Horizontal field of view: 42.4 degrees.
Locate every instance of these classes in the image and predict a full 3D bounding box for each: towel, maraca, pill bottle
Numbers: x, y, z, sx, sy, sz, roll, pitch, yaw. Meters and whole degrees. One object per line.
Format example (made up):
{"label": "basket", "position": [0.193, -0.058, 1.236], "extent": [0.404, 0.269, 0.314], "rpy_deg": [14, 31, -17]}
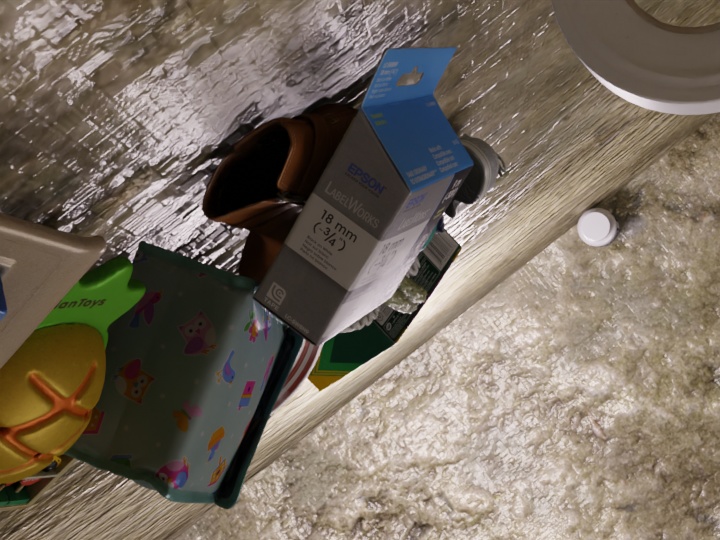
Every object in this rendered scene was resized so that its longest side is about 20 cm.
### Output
{"label": "towel", "position": [-0.013, 0.001, 0.884], "extent": [0.200, 0.148, 0.037], "rpy_deg": [34, 80, -79]}
{"label": "maraca", "position": [-0.213, 0.061, 0.576], "extent": [0.200, 0.107, 0.137], "rpy_deg": [-47, 162, 25]}
{"label": "pill bottle", "position": [0.687, -0.124, 2.685], "extent": [0.111, 0.111, 0.200], "rpy_deg": [-41, 168, 15]}

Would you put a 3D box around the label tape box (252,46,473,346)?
{"label": "label tape box", "position": [0.021, -0.056, 0.667], "extent": [0.200, 0.063, 0.144], "rpy_deg": [-59, 167, 24]}

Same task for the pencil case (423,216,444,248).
{"label": "pencil case", "position": [0.019, -0.057, 0.875], "extent": [0.085, 0.093, 0.200], "rpy_deg": [-8, 174, 15]}

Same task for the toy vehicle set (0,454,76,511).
{"label": "toy vehicle set", "position": [-0.300, 0.141, 0.690], "extent": [0.124, 0.027, 0.200], "rpy_deg": [-44, 152, 22]}

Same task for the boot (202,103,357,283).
{"label": "boot", "position": [-0.065, -0.041, 0.702], "extent": [0.200, 0.077, 0.155], "rpy_deg": [-46, 168, 26]}

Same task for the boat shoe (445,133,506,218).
{"label": "boat shoe", "position": [0.119, -0.112, 1.034], "extent": [0.065, 0.074, 0.202], "rpy_deg": [-42, 174, -8]}

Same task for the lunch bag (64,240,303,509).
{"label": "lunch bag", "position": [-0.128, 0.094, 0.737], "extent": [0.200, 0.122, 0.171], "rpy_deg": [63, 46, -70]}

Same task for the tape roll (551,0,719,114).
{"label": "tape roll", "position": [0.235, -0.211, 0.646], "extent": [0.202, 0.203, 0.071], "rpy_deg": [-41, 169, 17]}

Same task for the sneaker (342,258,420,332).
{"label": "sneaker", "position": [0.000, 0.000, 1.033], "extent": [0.200, 0.075, 0.081], "rpy_deg": [-47, 139, -50]}

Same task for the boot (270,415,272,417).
{"label": "boot", "position": [-0.152, 0.127, 1.027], "extent": [0.154, 0.073, 0.204], "rpy_deg": [-44, 142, -53]}

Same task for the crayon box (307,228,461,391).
{"label": "crayon box", "position": [0.021, 0.044, 1.184], "extent": [0.172, 0.058, 0.200], "rpy_deg": [-36, -169, 46]}

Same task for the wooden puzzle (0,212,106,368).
{"label": "wooden puzzle", "position": [-0.236, 0.035, 0.405], "extent": [0.185, 0.046, 0.200], "rpy_deg": [-43, 147, 24]}

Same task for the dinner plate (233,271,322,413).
{"label": "dinner plate", "position": [-0.120, 0.079, 0.908], "extent": [0.200, 0.024, 0.201], "rpy_deg": [-22, 131, -28]}
